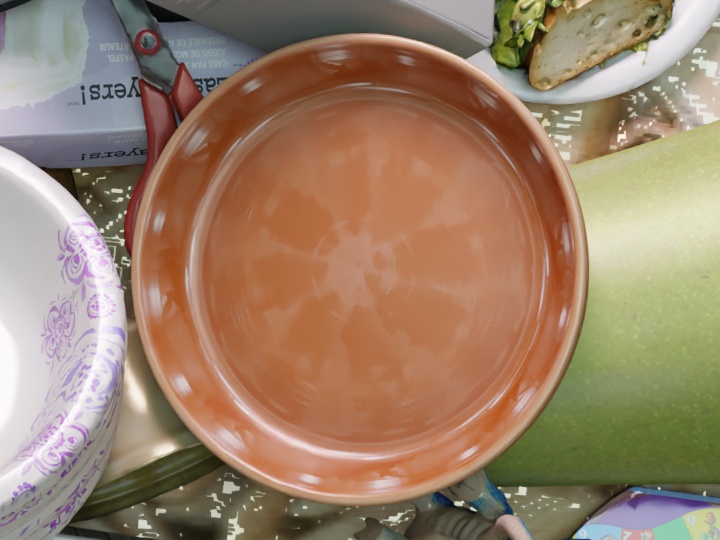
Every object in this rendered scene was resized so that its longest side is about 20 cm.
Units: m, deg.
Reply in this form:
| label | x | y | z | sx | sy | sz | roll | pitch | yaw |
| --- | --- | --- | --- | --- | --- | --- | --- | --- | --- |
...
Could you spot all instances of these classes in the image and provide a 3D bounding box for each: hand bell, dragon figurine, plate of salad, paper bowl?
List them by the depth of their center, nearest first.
| label | x | y | z | sx | sy | sz | roll | pitch | yaw |
| --- | --- | --- | --- | --- | --- | --- | --- | --- | --- |
| paper bowl | -0.200 | 0.046 | 1.047 | 0.199 | 0.105 | 0.202 | 4 | 58 | -6 |
| dragon figurine | 0.062 | 0.132 | 1.098 | 0.099 | 0.200 | 0.059 | 36 | 70 | -20 |
| hand bell | -0.128 | 0.004 | 1.141 | 0.104 | 0.104 | 0.201 | -21 | 79 | -10 |
| plate of salad | 0.095 | -0.181 | 1.196 | 0.199 | 0.048 | 0.201 | 0 | 87 | -9 |

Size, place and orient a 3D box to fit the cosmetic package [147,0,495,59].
| label | x | y | z | sx | sy | sz | roll | pitch | yaw |
| --- | --- | --- | --- | --- | --- | --- | --- | --- | --- |
| cosmetic package | -0.037 | -0.162 | 1.077 | 0.199 | 0.090 | 0.107 | 25 | 59 | -31 |

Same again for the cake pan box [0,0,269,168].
| label | x | y | z | sx | sy | sz | roll | pitch | yaw |
| --- | --- | --- | --- | --- | --- | --- | --- | --- | --- |
| cake pan box | -0.125 | -0.141 | 1.139 | 0.199 | 0.052 | 0.185 | -3 | 77 | -11 |

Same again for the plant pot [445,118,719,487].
| label | x | y | z | sx | sy | sz | roll | pitch | yaw |
| --- | --- | --- | --- | --- | --- | --- | --- | --- | --- |
| plant pot | 0.129 | 0.022 | 1.131 | 0.183 | 0.200 | 0.202 | -9 | 88 | 1 |

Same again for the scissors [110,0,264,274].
| label | x | y | z | sx | sy | sz | roll | pitch | yaw |
| --- | --- | --- | --- | --- | --- | --- | --- | --- | --- |
| scissors | -0.083 | -0.091 | 1.092 | 0.073 | 0.014 | 0.201 | -12 | 98 | -8 |

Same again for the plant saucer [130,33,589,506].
| label | x | y | z | sx | sy | sz | roll | pitch | yaw |
| --- | --- | --- | --- | --- | --- | --- | --- | --- | --- |
| plant saucer | 0.000 | 0.000 | 1.064 | 0.199 | 0.032 | 0.202 | -1 | 87 | 13 |

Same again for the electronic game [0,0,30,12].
| label | x | y | z | sx | sy | sz | roll | pitch | yaw |
| --- | --- | --- | --- | --- | --- | --- | --- | --- | --- |
| electronic game | -0.193 | -0.205 | 1.097 | 0.199 | 0.042 | 0.201 | 3 | 74 | -9 |

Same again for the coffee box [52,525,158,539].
| label | x | y | z | sx | sy | sz | roll | pitch | yaw |
| --- | --- | --- | --- | --- | --- | --- | --- | --- | --- |
| coffee box | -0.156 | 0.170 | 1.119 | 0.199 | 0.080 | 0.114 | 9 | 87 | -9 |

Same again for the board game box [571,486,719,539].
| label | x | y | z | sx | sy | sz | roll | pitch | yaw |
| --- | --- | --- | --- | --- | --- | --- | --- | --- | --- |
| board game box | 0.179 | 0.187 | 1.172 | 0.199 | 0.039 | 0.159 | 8 | 81 | 3 |
